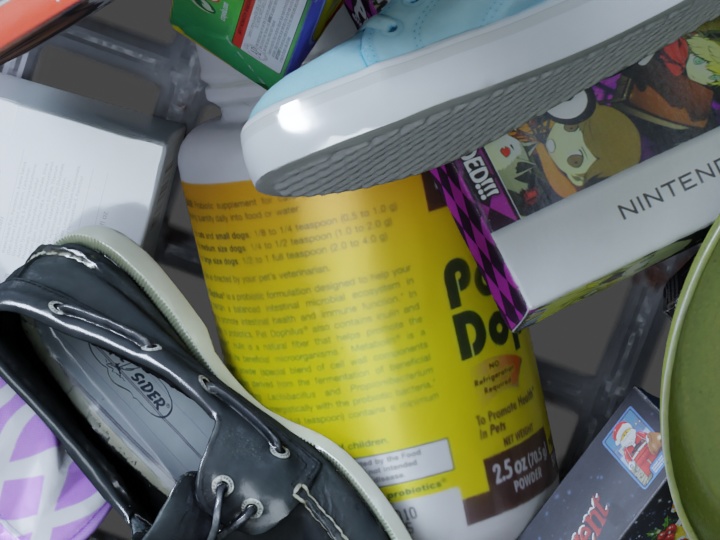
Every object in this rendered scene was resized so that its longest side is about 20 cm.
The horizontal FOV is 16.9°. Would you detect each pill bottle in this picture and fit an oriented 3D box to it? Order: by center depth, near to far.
[{"bbox_3d":[0.000,0.000,0.853,0.109,0.109,0.200,-11,100,9],"label":"pill bottle"}]

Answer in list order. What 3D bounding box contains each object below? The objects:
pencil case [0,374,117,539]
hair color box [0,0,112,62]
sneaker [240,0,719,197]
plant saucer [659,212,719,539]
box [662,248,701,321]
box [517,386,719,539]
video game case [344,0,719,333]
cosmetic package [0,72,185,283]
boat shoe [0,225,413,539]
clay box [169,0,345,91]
[{"bbox_3d":[-0.172,0.034,0.841,0.084,0.085,0.200,-45,95,-2],"label":"pencil case"},{"bbox_3d":[-0.100,-0.114,0.795,0.111,0.200,0.064,-29,96,12],"label":"hair color box"},{"bbox_3d":[0.039,-0.089,0.739,0.200,0.074,0.082,-26,79,-24],"label":"sneaker"},{"bbox_3d":[0.177,0.022,0.793,0.200,0.031,0.200,-9,113,-23],"label":"plant saucer"},{"bbox_3d":[0.232,-0.006,0.859,0.160,0.044,0.200,43,102,-4],"label":"box"},{"bbox_3d":[0.090,0.148,0.869,0.136,0.038,0.200,24,107,-41],"label":"box"},{"bbox_3d":[0.085,-0.106,0.802,0.181,0.036,0.200,-24,82,-14],"label":"video game case"},{"bbox_3d":[-0.163,0.023,0.906,0.151,0.052,0.200,16,103,1],"label":"cosmetic package"},{"bbox_3d":[-0.057,0.069,0.806,0.199,0.066,0.075,51,128,13],"label":"boat shoe"},{"bbox_3d":[0.018,-0.158,0.726,0.048,0.115,0.200,34,75,1],"label":"clay box"}]
